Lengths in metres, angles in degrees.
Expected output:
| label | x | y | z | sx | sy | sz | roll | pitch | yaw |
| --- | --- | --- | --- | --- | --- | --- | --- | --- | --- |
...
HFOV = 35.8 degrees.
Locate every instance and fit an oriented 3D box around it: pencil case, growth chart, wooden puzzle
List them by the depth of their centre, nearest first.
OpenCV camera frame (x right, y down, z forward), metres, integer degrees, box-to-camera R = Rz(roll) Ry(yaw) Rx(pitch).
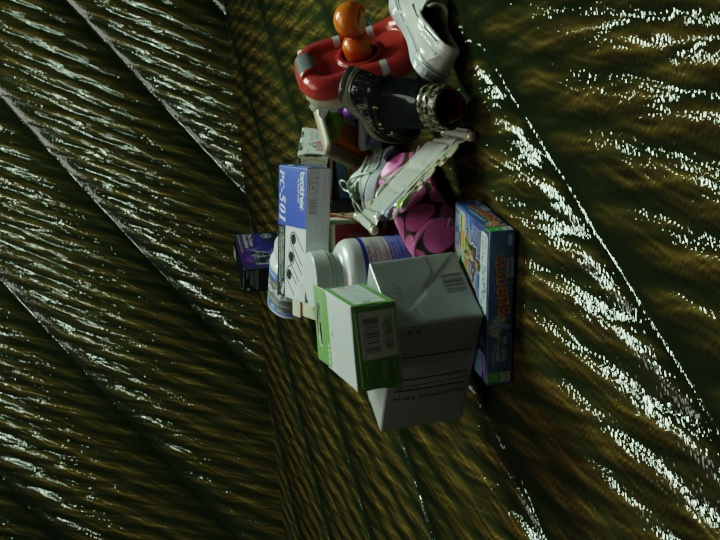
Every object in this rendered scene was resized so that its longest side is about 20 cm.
| label | x | y | z | sx | sy | sz | roll | pitch | yaw |
| --- | --- | --- | --- | --- | --- | --- | --- | --- | --- |
| growth chart | 0.069 | -0.125 | 1.500 | 0.018 | 0.200 | 0.145 | 44 | -174 | -17 |
| pencil case | 0.087 | -0.092 | 1.576 | 0.094 | 0.091 | 0.201 | -44 | 37 | 16 |
| wooden puzzle | -0.033 | -0.256 | 1.839 | 0.200 | 0.037 | 0.187 | 25 | -133 | -66 |

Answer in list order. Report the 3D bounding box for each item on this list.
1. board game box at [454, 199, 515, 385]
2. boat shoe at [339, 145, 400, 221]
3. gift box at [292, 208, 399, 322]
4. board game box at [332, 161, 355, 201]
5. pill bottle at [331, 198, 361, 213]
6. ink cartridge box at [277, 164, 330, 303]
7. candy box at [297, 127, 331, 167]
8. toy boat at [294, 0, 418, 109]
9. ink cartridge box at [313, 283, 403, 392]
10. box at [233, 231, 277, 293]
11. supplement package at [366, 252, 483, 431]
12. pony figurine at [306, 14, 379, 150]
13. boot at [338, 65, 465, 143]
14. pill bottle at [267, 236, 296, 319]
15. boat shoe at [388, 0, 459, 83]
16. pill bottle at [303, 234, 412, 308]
| label | x | y | z | sx | sy | sz | roll | pitch | yaw |
| --- | --- | --- | --- | --- | --- | --- | --- | --- | --- |
| board game box | 0.155 | 0.026 | 1.412 | 0.135 | 0.034 | 0.202 | -124 | 31 | -66 |
| boat shoe | 0.010 | -0.131 | 1.726 | 0.203 | 0.085 | 0.075 | -74 | -34 | -56 |
| gift box | 0.000 | 0.000 | 1.780 | 0.186 | 0.198 | 0.186 | 13 | 101 | 60 |
| board game box | -0.033 | -0.125 | 2.148 | 0.196 | 0.055 | 0.202 | 161 | 104 | -77 |
| pill bottle | -0.017 | -0.017 | 1.989 | 0.112 | 0.111 | 0.202 | -116 | 25 | -58 |
| ink cartridge box | -0.087 | -0.057 | 1.688 | 0.094 | 0.044 | 0.202 | 14 | 104 | 58 |
| candy box | -0.083 | -0.144 | 2.038 | 0.137 | 0.060 | 0.202 | -89 | 0 | -61 |
| toy boat | -0.003 | -0.326 | 1.597 | 0.131 | 0.198 | 0.131 | -110 | 3 | -47 |
| ink cartridge box | -0.007 | 0.077 | 1.392 | 0.200 | 0.059 | 0.105 | -156 | 60 | -73 |
| box | -0.261 | -0.025 | 3.008 | 0.200 | 0.140 | 0.080 | -116 | 27 | -57 |
| supplement package | 0.074 | 0.094 | 1.452 | 0.201 | 0.119 | 0.122 | 96 | 161 | -44 |
| pony figurine | 0.006 | -0.290 | 1.756 | 0.201 | 0.165 | 0.194 | 75 | -170 | -48 |
| boot | 0.077 | -0.212 | 1.518 | 0.203 | 0.153 | 0.074 | 26 | -99 | -59 |
| pill bottle | -0.162 | 0.009 | 2.638 | 0.201 | 0.113 | 0.114 | 98 | 162 | -45 |
| boat shoe | 0.093 | -0.340 | 1.517 | 0.070 | 0.070 | 0.201 | -50 | 34 | 33 |
| pill bottle | 0.022 | 0.007 | 1.615 | 0.112 | 0.198 | 0.113 | 174 | 90 | -74 |
